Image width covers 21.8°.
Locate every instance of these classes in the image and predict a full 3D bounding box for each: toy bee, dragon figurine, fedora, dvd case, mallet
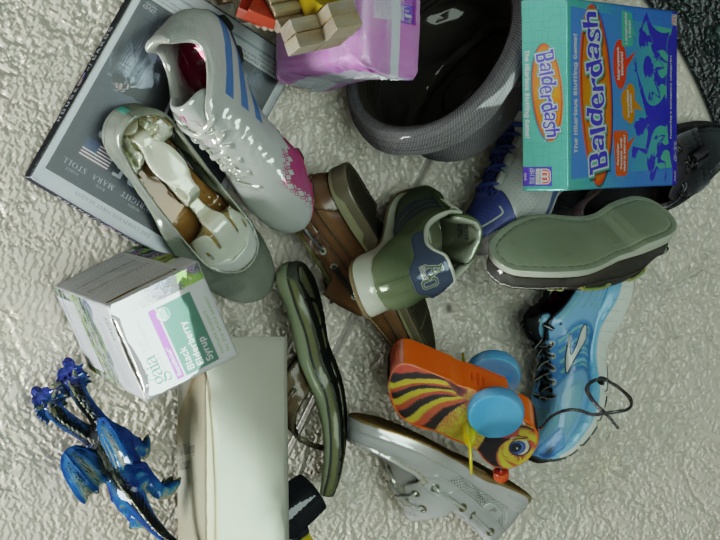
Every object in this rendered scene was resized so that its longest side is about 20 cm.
[{"bbox_3d":[0.109,0.131,1.569,0.200,0.131,0.109,25,124,9],"label":"toy bee"},{"bbox_3d":[-0.197,0.155,1.476,0.059,0.200,0.099,-41,138,8],"label":"dragon figurine"},{"bbox_3d":[0.082,-0.171,1.569,0.090,0.177,0.200,41,64,-49],"label":"fedora"},{"bbox_3d":[-0.161,-0.125,1.530,0.150,0.025,0.200,31,82,-21],"label":"dvd case"},{"bbox_3d":[-0.034,0.273,1.607,0.066,0.041,0.200,-29,108,-15],"label":"mallet"}]

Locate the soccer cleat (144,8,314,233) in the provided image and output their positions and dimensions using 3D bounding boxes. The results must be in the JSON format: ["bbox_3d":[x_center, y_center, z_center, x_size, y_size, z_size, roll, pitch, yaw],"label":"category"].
[{"bbox_3d":[-0.109,-0.111,1.490,0.086,0.070,0.200,-37,102,-53],"label":"soccer cleat"}]

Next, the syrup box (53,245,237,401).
[{"bbox_3d":[-0.169,0.037,1.444,0.081,0.200,0.079,-27,102,-18],"label":"syrup box"}]

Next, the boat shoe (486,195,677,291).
[{"bbox_3d":[0.183,-0.010,1.582,0.201,0.072,0.061,-12,142,-35],"label":"boat shoe"}]

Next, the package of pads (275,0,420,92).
[{"bbox_3d":[-0.009,-0.248,1.517,0.076,0.120,0.200,4,86,-42],"label":"package of pads"}]

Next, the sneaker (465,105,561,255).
[{"bbox_3d":[0.137,-0.110,1.627,0.199,0.081,0.115,-44,104,-20],"label":"sneaker"}]

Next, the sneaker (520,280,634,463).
[{"bbox_3d":[0.169,0.070,1.644,0.090,0.078,0.200,22,77,-32],"label":"sneaker"}]

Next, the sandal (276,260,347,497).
[{"bbox_3d":[-0.049,0.092,1.573,0.057,0.080,0.201,-12,97,6],"label":"sandal"}]

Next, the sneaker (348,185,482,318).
[{"bbox_3d":[0.062,-0.022,1.530,0.090,0.200,0.067,-15,107,23],"label":"sneaker"}]

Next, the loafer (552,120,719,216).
[{"bbox_3d":[0.260,-0.078,1.679,0.200,0.063,0.072,-24,103,-18],"label":"loafer"}]

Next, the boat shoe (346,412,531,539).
[{"bbox_3d":[0.060,0.185,1.610,0.200,0.071,0.069,30,90,-29],"label":"boat shoe"}]

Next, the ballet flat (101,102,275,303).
[{"bbox_3d":[-0.133,-0.049,1.499,0.067,0.064,0.200,-43,108,-14],"label":"ballet flat"}]

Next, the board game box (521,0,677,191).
[{"bbox_3d":[0.200,-0.143,1.544,0.200,0.045,0.152,-7,97,-54],"label":"board game box"}]

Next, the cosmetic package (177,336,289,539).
[{"bbox_3d":[-0.104,0.157,1.510,0.073,0.104,0.200,1,80,-18],"label":"cosmetic package"}]

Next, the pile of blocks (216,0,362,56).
[{"bbox_3d":[-0.076,-0.226,1.467,0.062,0.200,0.082,-16,119,-27],"label":"pile of blocks"}]

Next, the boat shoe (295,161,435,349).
[{"bbox_3d":[0.000,0.000,1.587,0.068,0.072,0.200,-21,115,15],"label":"boat shoe"}]
